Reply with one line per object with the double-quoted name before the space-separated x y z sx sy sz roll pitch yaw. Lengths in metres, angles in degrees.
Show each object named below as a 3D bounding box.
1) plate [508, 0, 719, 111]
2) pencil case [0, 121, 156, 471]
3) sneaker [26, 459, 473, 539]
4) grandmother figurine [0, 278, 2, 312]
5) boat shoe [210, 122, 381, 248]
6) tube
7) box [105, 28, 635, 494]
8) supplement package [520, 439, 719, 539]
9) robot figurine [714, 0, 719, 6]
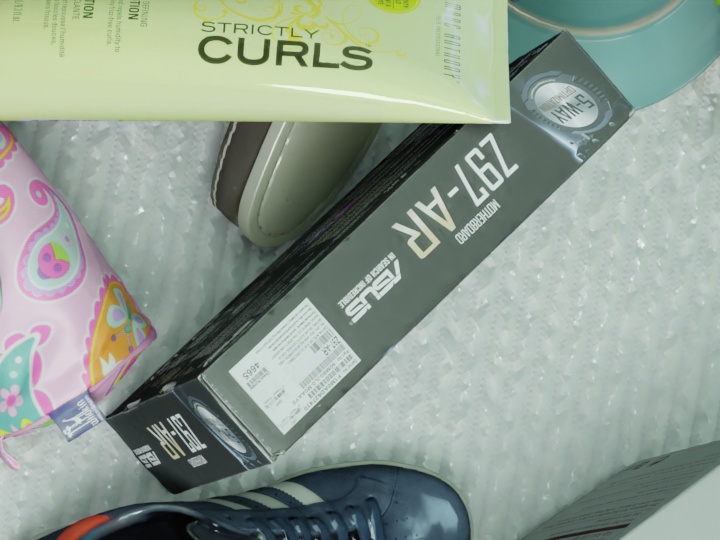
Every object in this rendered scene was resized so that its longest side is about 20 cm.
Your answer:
"plate" 0.091 -0.166 1.274 0.199 0.026 0.202 2 83 -19
"pencil case" -0.163 -0.024 1.139 0.087 0.087 0.200 -38 97 -19
"sneaker" -0.039 0.119 1.161 0.199 0.084 0.075 -12 87 -20
"grandmother figurine" -0.229 0.018 1.079 0.199 0.061 0.122 -5 65 5
"boat shoe" -0.014 -0.108 1.211 0.059 0.072 0.201 25 88 26
"tube" -0.043 -0.083 1.106 0.199 0.052 0.058 1 86 2
"box" 0.000 0.000 1.150 0.200 0.160 0.044 -43 95 -19
"supplement package" 0.095 0.165 1.170 0.200 0.117 0.117 -32 95 -28
"robot figurine" 0.212 -0.138 1.257 0.175 0.115 0.201 0 91 -52
